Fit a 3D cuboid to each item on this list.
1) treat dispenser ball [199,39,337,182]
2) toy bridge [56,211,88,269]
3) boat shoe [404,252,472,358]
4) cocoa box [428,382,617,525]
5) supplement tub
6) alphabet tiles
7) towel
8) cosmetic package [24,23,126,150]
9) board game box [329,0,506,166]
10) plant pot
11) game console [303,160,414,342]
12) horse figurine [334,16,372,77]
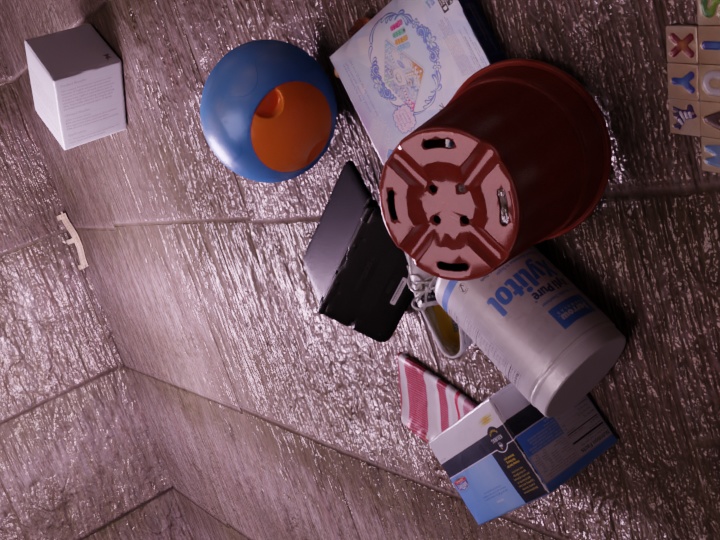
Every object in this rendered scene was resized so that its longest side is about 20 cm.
[{"bbox_3d":[-0.133,-0.230,1.268,0.200,0.199,0.203,39,142,38],"label":"treat dispenser ball"},{"bbox_3d":[-0.965,-0.103,2.938,0.067,0.027,0.203,-7,107,54],"label":"toy bridge"},{"bbox_3d":[0.098,0.027,1.176,0.074,0.086,0.205,-11,107,25],"label":"boat shoe"},{"bbox_3d":[0.203,0.222,1.125,0.132,0.132,0.200,57,150,13],"label":"cocoa box"},{"bbox_3d":[0.193,0.054,1.016,0.200,0.131,0.133,47,147,28],"label":"supplement tub"},{"bbox_3d":[0.343,-0.153,0.732,0.199,0.006,0.169,22,129,51],"label":"alphabet tiles"},{"bbox_3d":[0.125,0.230,1.380,0.199,0.023,0.146,32,137,46],"label":"towel"},{"bbox_3d":[-0.657,-0.427,2.030,0.167,0.166,0.202,48,146,29],"label":"cosmetic package"},{"bbox_3d":[0.078,-0.220,1.030,0.198,0.043,0.202,-30,85,42],"label":"board game box"},{"bbox_3d":[0.128,-0.093,0.879,0.198,0.195,0.204,14,119,28],"label":"plant pot"},{"bbox_3d":[0.010,-0.027,1.297,0.174,0.117,0.202,26,122,-1],"label":"game console"},{"bbox_3d":[0.033,-0.253,1.124,0.202,0.049,0.133,61,143,17],"label":"horse figurine"}]
